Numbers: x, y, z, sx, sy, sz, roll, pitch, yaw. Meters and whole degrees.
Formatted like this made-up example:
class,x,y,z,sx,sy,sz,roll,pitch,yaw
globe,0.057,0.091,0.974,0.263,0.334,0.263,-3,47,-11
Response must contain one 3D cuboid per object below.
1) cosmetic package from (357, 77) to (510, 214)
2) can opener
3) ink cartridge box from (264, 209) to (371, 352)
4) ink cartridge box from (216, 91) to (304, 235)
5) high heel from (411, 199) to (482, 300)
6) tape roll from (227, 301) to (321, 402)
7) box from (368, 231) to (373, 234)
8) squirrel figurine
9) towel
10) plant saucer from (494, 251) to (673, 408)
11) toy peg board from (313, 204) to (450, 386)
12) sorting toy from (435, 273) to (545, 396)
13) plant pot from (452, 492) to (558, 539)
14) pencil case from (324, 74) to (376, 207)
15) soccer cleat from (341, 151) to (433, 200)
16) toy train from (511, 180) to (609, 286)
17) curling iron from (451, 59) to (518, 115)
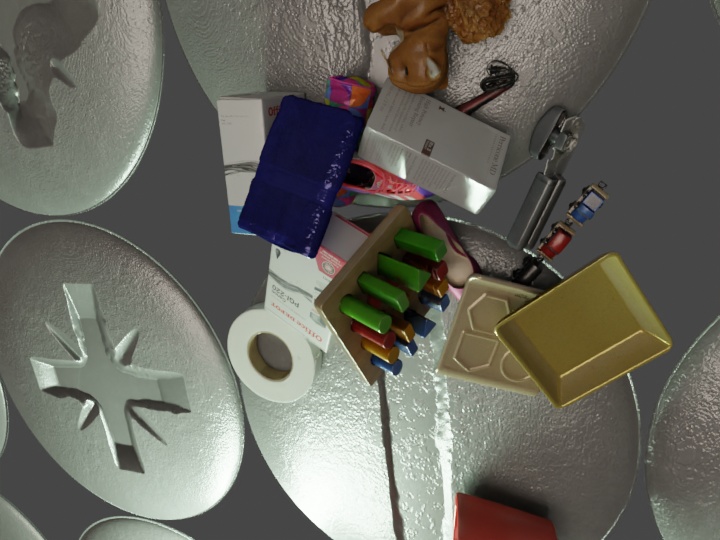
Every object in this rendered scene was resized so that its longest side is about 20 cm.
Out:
class,x,y,z,sx,sy,sz,roll,pitch,yaw
cosmetic package,0.103,-0.175,0.762,0.195,0.104,0.074,23,155,-1
can opener,0.259,-0.131,0.784,0.067,0.052,0.204,43,125,39
ink cartridge box,-0.071,0.008,0.865,0.144,0.085,0.203,32,135,17
ink cartridge box,-0.148,-0.175,0.866,0.083,0.146,0.206,7,112,20
high heel,0.140,-0.016,0.838,0.066,0.096,0.205,-21,100,19
tape roll,-0.170,0.163,1.068,0.197,0.037,0.209,8,112,19
box,0.000,0.000,0.932,0.195,0.048,0.121,-9,106,28
squirrel figurine,0.100,-0.336,0.699,0.194,0.141,0.193,-10,93,13
towel,-0.082,-0.131,0.754,0.145,0.049,0.205,22,94,27
plant saucer,0.323,0.085,0.799,0.198,0.049,0.200,-35,113,20
toy peg board,0.061,0.053,0.791,0.096,0.201,0.201,22,152,42
sorting toy,0.229,0.104,0.863,0.179,0.037,0.205,13,119,-4
plant pot,0.250,0.509,0.952,0.171,0.201,0.207,4,112,9
pencil case,-0.034,-0.200,0.849,0.086,0.088,0.205,21,115,13
soccer cleat,0.037,-0.136,0.809,0.194,0.074,0.070,9,116,-17
toy train,0.289,-0.046,0.796,0.034,0.046,0.202,36,119,5
curling iron,0.140,-0.238,0.791,0.197,0.026,0.049,-28,129,38
